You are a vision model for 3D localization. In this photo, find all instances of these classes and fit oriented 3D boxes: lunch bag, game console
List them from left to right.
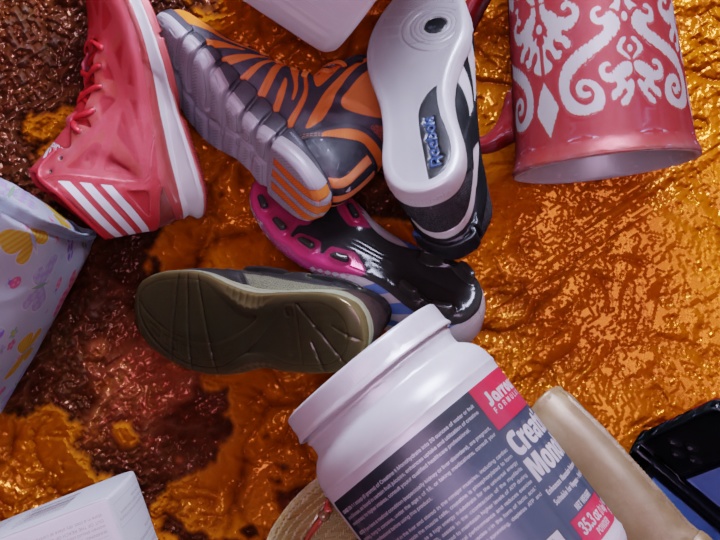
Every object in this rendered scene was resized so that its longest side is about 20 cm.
[{"bbox_3d":[-0.274,0.015,0.809,0.126,0.200,0.171,28,89,-2],"label":"lunch bag"},{"bbox_3d":[0.266,0.212,0.875,0.199,0.172,0.119,39,62,-2],"label":"game console"}]

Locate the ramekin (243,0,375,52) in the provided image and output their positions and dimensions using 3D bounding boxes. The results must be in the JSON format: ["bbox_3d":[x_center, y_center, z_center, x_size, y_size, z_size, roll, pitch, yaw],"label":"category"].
[{"bbox_3d":[-0.006,-0.246,0.827,0.097,0.200,0.202,35,88,-10],"label":"ramekin"}]

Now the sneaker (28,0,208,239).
[{"bbox_3d":[-0.188,-0.118,0.862,0.114,0.078,0.203,-20,92,-15],"label":"sneaker"}]

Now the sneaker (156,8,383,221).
[{"bbox_3d":[-0.057,-0.130,0.888,0.112,0.078,0.200,-36,73,-27],"label":"sneaker"}]

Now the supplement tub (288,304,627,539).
[{"bbox_3d":[0.060,0.138,0.784,0.140,0.140,0.201,-38,83,-2],"label":"supplement tub"}]

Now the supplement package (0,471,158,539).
[{"bbox_3d":[-0.184,0.261,0.852,0.116,0.117,0.203,-20,90,-3],"label":"supplement package"}]

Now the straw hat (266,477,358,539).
[{"bbox_3d":[0.023,0.227,0.872,0.198,0.085,0.204,2,74,-8],"label":"straw hat"}]

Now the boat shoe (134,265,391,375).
[{"bbox_3d":[-0.069,0.034,0.864,0.198,0.066,0.073,3,100,32],"label":"boat shoe"}]

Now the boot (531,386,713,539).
[{"bbox_3d":[0.166,0.211,0.861,0.200,0.066,0.176,40,106,23],"label":"boot"}]

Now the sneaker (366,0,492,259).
[{"bbox_3d":[0.051,-0.096,0.851,0.072,0.112,0.202,-7,52,15],"label":"sneaker"}]

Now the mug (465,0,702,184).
[{"bbox_3d":[0.142,-0.170,0.864,0.175,0.133,0.203,-5,87,-4],"label":"mug"}]

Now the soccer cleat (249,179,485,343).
[{"bbox_3d":[0.000,0.000,0.888,0.199,0.087,0.070,32,61,20],"label":"soccer cleat"}]
